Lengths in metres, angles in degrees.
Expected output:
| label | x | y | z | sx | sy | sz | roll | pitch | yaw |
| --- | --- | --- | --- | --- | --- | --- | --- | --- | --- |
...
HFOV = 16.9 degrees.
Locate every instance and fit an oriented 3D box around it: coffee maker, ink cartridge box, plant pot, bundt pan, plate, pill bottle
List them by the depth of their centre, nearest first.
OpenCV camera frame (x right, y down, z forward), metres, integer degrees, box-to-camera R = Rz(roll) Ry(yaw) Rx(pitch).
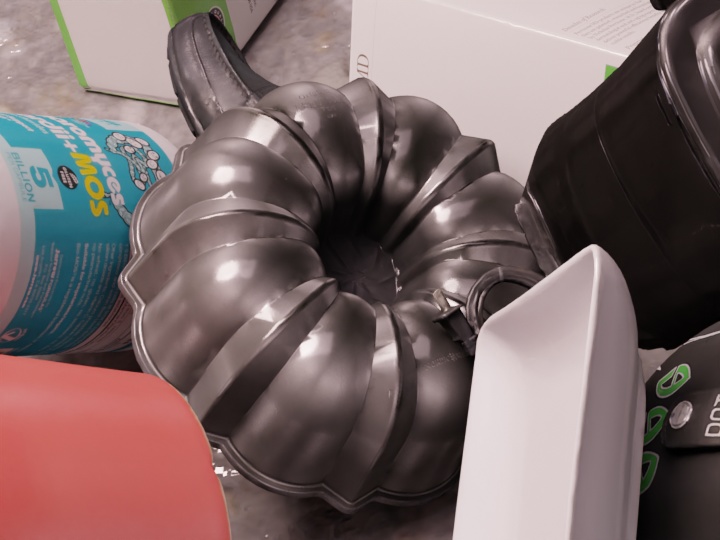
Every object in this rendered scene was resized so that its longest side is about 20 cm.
| label | x | y | z | sx | sy | sz | roll | pitch | yaw |
| --- | --- | --- | --- | --- | --- | --- | --- | --- | --- |
| plate | 0.066 | 0.105 | 0.877 | 0.032 | 0.200 | 0.201 | 7 | 79 | -7 |
| coffee maker | 0.144 | -0.034 | 0.942 | 0.135 | 0.200 | 0.192 | 37 | 76 | -1 |
| plant pot | -0.159 | 0.117 | 0.960 | 0.177 | 0.201 | 0.201 | -4 | 35 | -30 |
| bundt pan | 0.000 | 0.000 | 1.062 | 0.201 | 0.076 | 0.203 | 10 | 60 | -17 |
| pill bottle | -0.145 | -0.016 | 1.113 | 0.111 | 0.111 | 0.200 | 21 | 13 | 33 |
| ink cartridge box | -0.093 | -0.211 | 1.332 | 0.084 | 0.146 | 0.200 | 10 | 47 | 26 |

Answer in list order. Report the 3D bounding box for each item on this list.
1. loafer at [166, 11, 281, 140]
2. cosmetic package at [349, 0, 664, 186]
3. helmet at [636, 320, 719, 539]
| label | x | y | z | sx | sy | sz | roll | pitch | yaw |
| --- | --- | --- | --- | --- | --- | --- | --- | --- | --- |
| loafer | -0.032 | -0.056 | 1.182 | 0.070 | 0.068 | 0.201 | -38 | 59 | 11 |
| cosmetic package | 0.096 | -0.079 | 1.157 | 0.200 | 0.108 | 0.085 | 18 | 30 | 31 |
| helmet | 0.183 | 0.102 | 0.882 | 0.199 | 0.191 | 0.201 | 3 | 73 | -8 |
